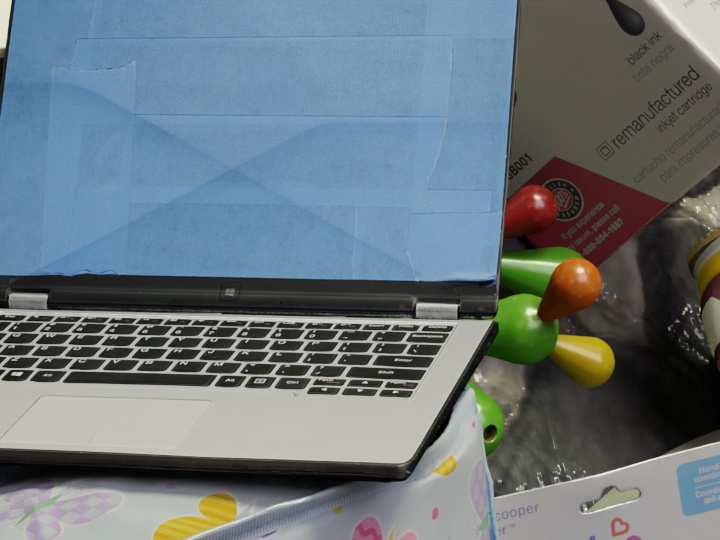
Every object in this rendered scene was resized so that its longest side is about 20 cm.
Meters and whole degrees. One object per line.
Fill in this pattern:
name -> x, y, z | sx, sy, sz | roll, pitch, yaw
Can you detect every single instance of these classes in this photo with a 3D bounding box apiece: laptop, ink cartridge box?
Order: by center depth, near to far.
laptop -> -0.054, -0.025, 0.868 | 0.200, 0.186, 0.117 | -52, 140, -66
ink cartridge box -> 0.071, -0.116, 1.075 | 0.200, 0.145, 0.084 | 46, 50, -1

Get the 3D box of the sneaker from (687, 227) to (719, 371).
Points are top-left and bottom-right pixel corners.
sneaker -> 0.209, 0.050, 1.094 | 0.199, 0.075, 0.090 | 22, 47, -36

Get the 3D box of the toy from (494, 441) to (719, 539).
toy -> 0.103, 0.167, 0.914 | 0.115, 0.047, 0.201 | -13, 106, -12

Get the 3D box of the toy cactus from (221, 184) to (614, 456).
toy cactus -> 0.000, 0.000, 1.010 | 0.199, 0.102, 0.165 | -25, 68, -30

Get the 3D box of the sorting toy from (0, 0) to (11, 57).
sorting toy -> -0.114, -0.132, 1.009 | 0.199, 0.107, 0.181 | 6, 68, -28

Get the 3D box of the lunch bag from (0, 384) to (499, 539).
lunch bag -> -0.041, 0.135, 0.842 | 0.199, 0.127, 0.170 | -17, 110, -31

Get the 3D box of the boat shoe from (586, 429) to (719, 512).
boat shoe -> 0.109, 0.135, 1.014 | 0.201, 0.070, 0.072 | -46, 113, -43

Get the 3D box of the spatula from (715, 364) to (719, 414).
spatula -> 0.166, 0.112, 1.074 | 0.020, 0.057, 0.201 | -14, 60, 3
